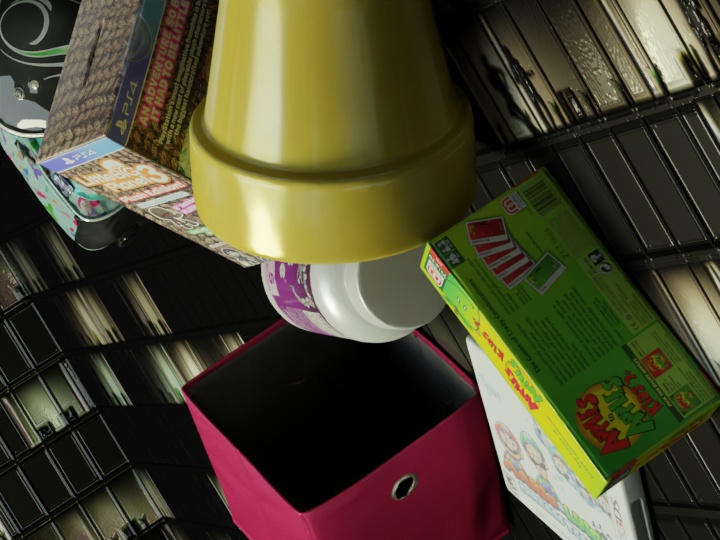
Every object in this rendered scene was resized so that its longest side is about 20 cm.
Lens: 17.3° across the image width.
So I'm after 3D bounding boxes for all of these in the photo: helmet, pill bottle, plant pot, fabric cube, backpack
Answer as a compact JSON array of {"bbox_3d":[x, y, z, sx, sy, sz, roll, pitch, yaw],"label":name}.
[{"bbox_3d":[-0.204,-0.169,1.941,0.190,0.201,0.200,15,158,1],"label":"helmet"},{"bbox_3d":[0.000,0.000,1.898,0.113,0.112,0.200,61,163,-12],"label":"pill bottle"},{"bbox_3d":[-0.021,-0.134,1.610,0.201,0.200,0.190,39,139,48],"label":"plant pot"},{"bbox_3d":[-0.009,0.167,2.081,0.200,0.196,0.200,43,158,39],"label":"fabric cube"},{"bbox_3d":[-0.251,-0.145,2.241,0.200,0.177,0.151,49,161,19],"label":"backpack"}]

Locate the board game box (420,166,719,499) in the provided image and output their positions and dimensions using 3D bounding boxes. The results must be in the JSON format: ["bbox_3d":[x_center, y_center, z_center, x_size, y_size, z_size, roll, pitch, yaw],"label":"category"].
[{"bbox_3d":[0.140,0.041,1.589,0.200,0.101,0.048,53,164,14],"label":"board game box"}]

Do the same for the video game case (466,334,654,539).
[{"bbox_3d":[0.163,0.159,1.874,0.200,0.024,0.183,41,156,45],"label":"video game case"}]

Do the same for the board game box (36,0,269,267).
[{"bbox_3d":[-0.118,-0.118,1.762,0.199,0.160,0.097,28,153,-32],"label":"board game box"}]
